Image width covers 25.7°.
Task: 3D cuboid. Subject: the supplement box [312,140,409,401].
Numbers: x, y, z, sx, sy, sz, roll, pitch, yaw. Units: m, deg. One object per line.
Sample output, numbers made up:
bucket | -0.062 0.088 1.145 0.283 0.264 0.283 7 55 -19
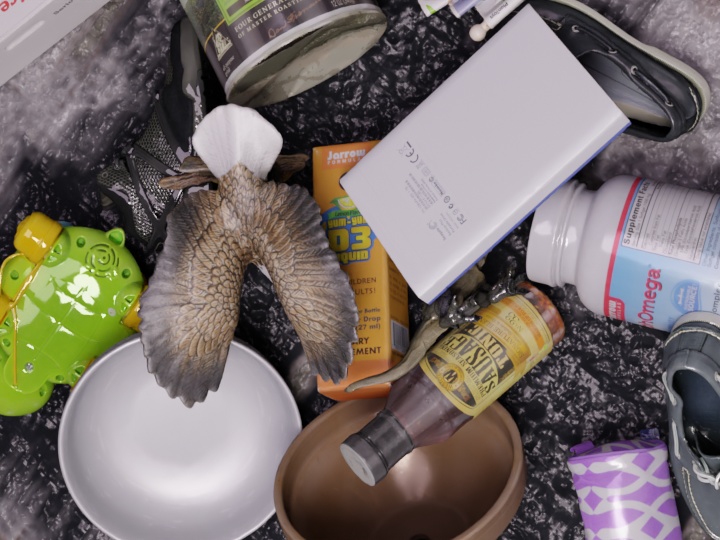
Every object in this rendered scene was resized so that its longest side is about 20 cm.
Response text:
supplement box | 0.000 0.000 1.270 0.066 0.069 0.202 -6 76 17

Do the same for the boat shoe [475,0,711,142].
boat shoe | 0.170 -0.153 1.223 0.198 0.066 0.075 30 138 10

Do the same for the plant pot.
plant pot | 0.038 0.185 1.234 0.199 0.202 0.093 -5 128 17

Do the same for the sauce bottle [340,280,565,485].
sauce bottle | 0.071 0.089 1.215 0.200 0.066 0.066 -41 76 -21

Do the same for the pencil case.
pencil case | 0.206 0.226 1.211 0.085 0.083 0.203 -14 82 52

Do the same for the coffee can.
coffee can | -0.085 -0.254 1.273 0.145 0.146 0.201 -29 82 15

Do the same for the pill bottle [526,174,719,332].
pill bottle | 0.231 -0.010 1.190 0.198 0.109 0.110 14 93 17

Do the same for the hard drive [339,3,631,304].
hard drive | 0.090 -0.089 1.187 0.200 0.025 0.132 -42 55 11

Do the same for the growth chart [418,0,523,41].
growth chart | 0.079 -0.272 1.263 0.145 0.018 0.200 -45 58 9

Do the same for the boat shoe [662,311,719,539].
boat shoe | 0.256 0.130 1.164 0.072 0.062 0.202 0 121 25

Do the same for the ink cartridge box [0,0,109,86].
ink cartridge box | -0.333 -0.284 1.382 0.145 0.084 0.201 -34 80 14

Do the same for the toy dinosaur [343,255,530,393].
toy dinosaur | 0.072 0.026 1.207 0.048 0.200 0.088 52 146 -17

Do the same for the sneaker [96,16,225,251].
sneaker | -0.171 -0.113 1.334 0.113 0.076 0.202 0 94 11

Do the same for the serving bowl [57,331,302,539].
serving bowl | -0.149 0.132 1.305 0.198 0.066 0.202 -3 109 -7

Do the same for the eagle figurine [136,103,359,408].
eagle figurine | -0.083 -0.011 1.215 0.152 0.150 0.202 -40 40 42

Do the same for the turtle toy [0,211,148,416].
turtle toy | -0.259 0.043 1.344 0.145 0.101 0.201 36 99 -12
